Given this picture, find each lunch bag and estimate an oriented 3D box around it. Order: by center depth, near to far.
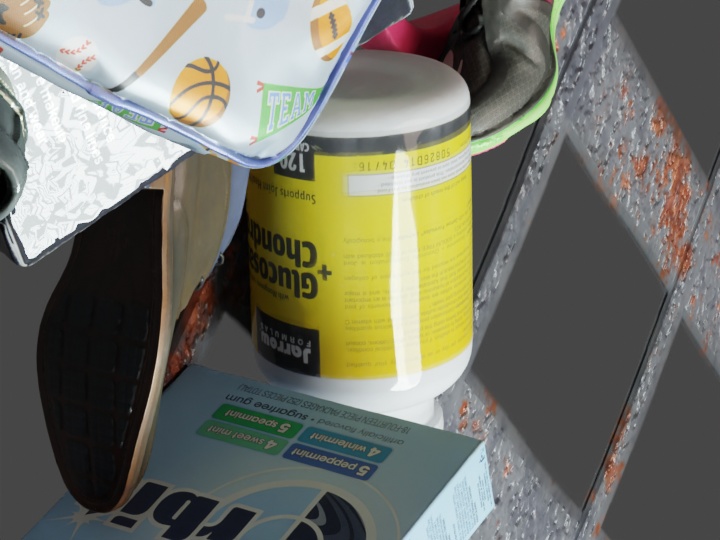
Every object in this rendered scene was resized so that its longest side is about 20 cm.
[{"bbox_3d":[-0.065,-0.133,0.807,0.199,0.075,0.161,25,93,-46],"label":"lunch bag"}]

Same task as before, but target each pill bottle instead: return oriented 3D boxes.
[{"bbox_3d":[0.000,0.000,1.179,0.112,0.111,0.202,-29,124,-51],"label":"pill bottle"}]

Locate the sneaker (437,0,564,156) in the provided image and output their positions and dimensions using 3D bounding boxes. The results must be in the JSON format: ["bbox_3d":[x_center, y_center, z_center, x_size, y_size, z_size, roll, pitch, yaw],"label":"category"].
[{"bbox_3d":[0.071,-0.149,1.233,0.084,0.076,0.201,43,59,-43],"label":"sneaker"}]

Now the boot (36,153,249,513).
[{"bbox_3d":[-0.088,0.006,1.076,0.097,0.074,0.202,-6,104,-55],"label":"boot"}]

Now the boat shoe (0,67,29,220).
[{"bbox_3d":[-0.206,-0.032,0.789,0.198,0.062,0.073,-8,128,-18],"label":"boat shoe"}]

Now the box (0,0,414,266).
[{"bbox_3d":[-0.105,-0.147,0.898,0.199,0.117,0.198,-34,132,-21],"label":"box"}]

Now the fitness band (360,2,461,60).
[{"bbox_3d":[0.049,-0.187,1.272,0.200,0.037,0.145,-25,124,-52],"label":"fitness band"}]

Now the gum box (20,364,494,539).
[{"bbox_3d":[-0.061,0.132,1.070,0.200,0.169,0.045,-47,138,-41],"label":"gum box"}]
